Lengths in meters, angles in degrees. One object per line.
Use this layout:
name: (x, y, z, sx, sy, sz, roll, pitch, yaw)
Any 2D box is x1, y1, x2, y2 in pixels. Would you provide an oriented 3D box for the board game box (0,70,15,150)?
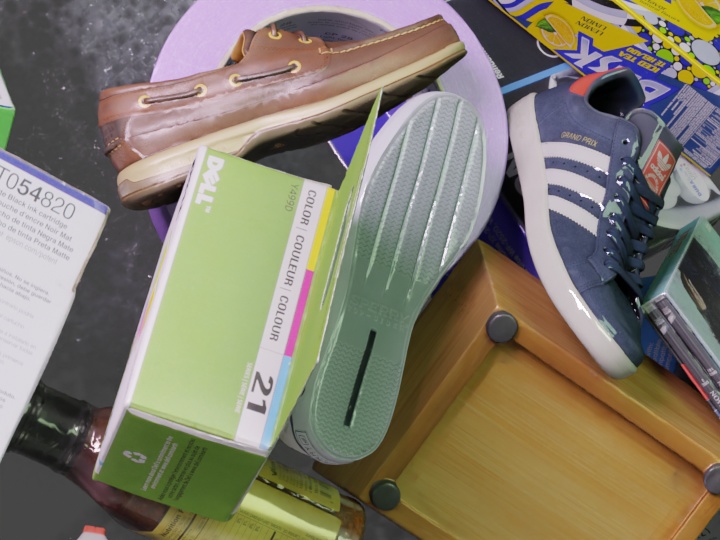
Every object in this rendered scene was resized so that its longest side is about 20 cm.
board game box: (-0.283, -0.112, 1.000, 0.199, 0.040, 0.153, 7, 29, -25)

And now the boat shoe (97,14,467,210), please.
boat shoe: (-0.041, -0.097, 1.051, 0.199, 0.072, 0.068, -22, 85, -11)

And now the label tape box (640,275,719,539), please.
label tape box: (0.200, 0.083, 1.210, 0.199, 0.066, 0.144, 30, 59, -16)

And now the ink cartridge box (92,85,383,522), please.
ink cartridge box: (-0.058, 0.010, 0.946, 0.075, 0.200, 0.148, 17, 61, -6)

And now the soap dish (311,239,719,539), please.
soap dish: (0.098, 0.104, 1.096, 0.200, 0.081, 0.158, 34, 100, -10)

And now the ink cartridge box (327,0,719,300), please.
ink cartridge box: (0.090, -0.075, 1.209, 0.199, 0.043, 0.199, -24, 72, -32)

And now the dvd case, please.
dvd case: (0.233, 0.072, 1.135, 0.200, 0.022, 0.146, 54, 25, -4)

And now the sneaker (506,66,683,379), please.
sneaker: (0.135, -0.035, 1.072, 0.075, 0.084, 0.201, 48, 24, -44)

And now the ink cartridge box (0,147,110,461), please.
ink cartridge box: (-0.241, 0.017, 0.931, 0.199, 0.041, 0.201, 29, 74, -21)

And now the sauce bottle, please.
sauce bottle: (-0.095, 0.108, 1.046, 0.199, 0.066, 0.066, 27, 60, -14)

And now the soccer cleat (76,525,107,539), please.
soccer cleat: (-0.071, 0.192, 1.018, 0.199, 0.069, 0.078, 18, 43, -12)

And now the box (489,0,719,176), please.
box: (0.161, -0.153, 1.224, 0.200, 0.064, 0.070, 39, 49, 2)

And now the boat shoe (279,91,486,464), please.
boat shoe: (0.000, 0.000, 1.041, 0.073, 0.067, 0.201, 31, 74, -28)

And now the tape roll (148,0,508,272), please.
tape roll: (-0.022, -0.070, 1.120, 0.199, 0.066, 0.201, 2, 78, -11)
